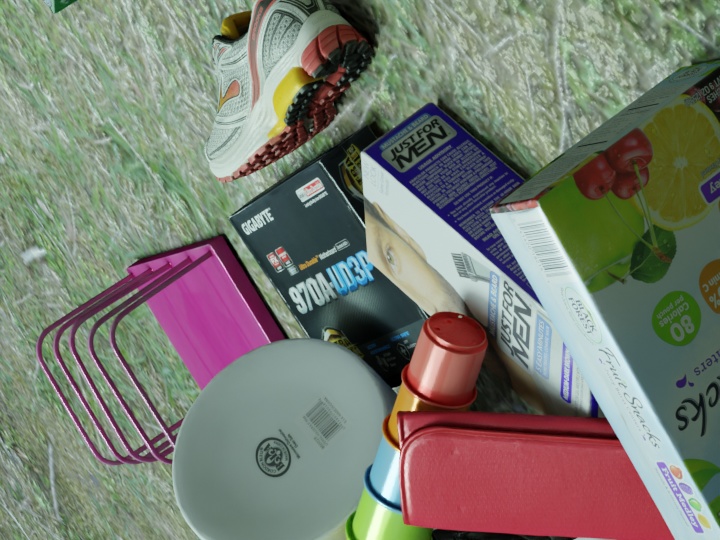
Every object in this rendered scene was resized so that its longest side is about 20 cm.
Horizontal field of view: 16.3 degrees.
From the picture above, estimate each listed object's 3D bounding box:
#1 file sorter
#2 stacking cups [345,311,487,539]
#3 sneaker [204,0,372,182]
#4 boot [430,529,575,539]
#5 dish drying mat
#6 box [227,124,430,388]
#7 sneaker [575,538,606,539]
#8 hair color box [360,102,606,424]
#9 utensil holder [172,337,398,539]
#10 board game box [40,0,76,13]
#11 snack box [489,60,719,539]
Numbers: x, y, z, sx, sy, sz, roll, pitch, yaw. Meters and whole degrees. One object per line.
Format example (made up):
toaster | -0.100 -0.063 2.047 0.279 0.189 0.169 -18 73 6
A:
file sorter | -0.155 0.074 1.974 0.140 0.125 0.200 59 157 -8
stacking cups | 0.036 0.118 1.516 0.060 0.060 0.201 41 128 30
sneaker | -0.056 -0.124 1.597 0.082 0.078 0.200 55 148 10
boot | 0.127 0.150 1.523 0.068 0.130 0.200 57 157 -8
dish drying mat | 0.119 0.121 1.454 0.198 0.018 0.077 2 115 14
box | 0.000 0.000 1.674 0.160 0.046 0.200 56 158 -4
sneaker | 0.178 0.235 1.556 0.200 0.105 0.075 30 -179 41
hair color box | 0.087 0.004 1.491 0.200 0.065 0.110 43 156 29
utensil holder | -0.017 0.160 1.692 0.170 0.170 0.200 36 172 36
board game box | -0.252 -0.292 1.793 0.135 0.029 0.200 45 155 21
snack box | 0.172 0.016 1.241 0.201 0.142 0.053 60 155 -11
